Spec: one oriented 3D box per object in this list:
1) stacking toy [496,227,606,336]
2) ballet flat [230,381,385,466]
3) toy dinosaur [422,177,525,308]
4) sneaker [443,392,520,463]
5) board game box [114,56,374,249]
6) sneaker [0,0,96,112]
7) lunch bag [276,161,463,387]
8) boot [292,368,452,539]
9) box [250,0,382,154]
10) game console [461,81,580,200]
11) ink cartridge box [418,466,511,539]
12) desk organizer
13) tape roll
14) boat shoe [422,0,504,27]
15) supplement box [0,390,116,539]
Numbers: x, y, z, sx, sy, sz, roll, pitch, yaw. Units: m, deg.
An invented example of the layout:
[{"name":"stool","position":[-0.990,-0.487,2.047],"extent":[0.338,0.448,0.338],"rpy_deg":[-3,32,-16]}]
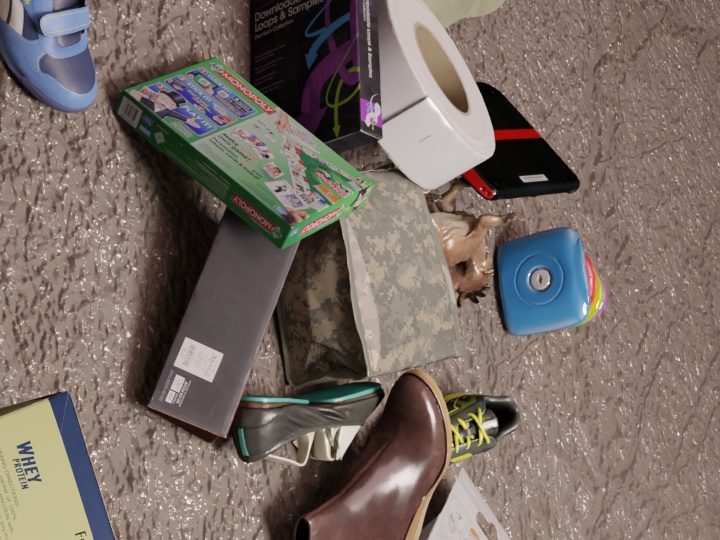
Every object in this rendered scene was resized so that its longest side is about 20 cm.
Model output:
[{"name":"stacking toy","position":[0.250,0.029,1.776],"extent":[0.200,0.109,0.117],"rpy_deg":[22,58,-59]},{"name":"ballet flat","position":[-0.050,0.142,1.370],"extent":[0.199,0.068,0.069],"rpy_deg":[-1,91,-50]},{"name":"toy dinosaur","position":[0.083,-0.025,1.588],"extent":[0.199,0.136,0.086],"rpy_deg":[9,26,-30]},{"name":"sneaker","position":[0.091,0.161,1.524],"extent":[0.199,0.084,0.075],"rpy_deg":[-22,95,-53]},{"name":"board game box","position":[-0.100,-0.108,1.317],"extent":[0.200,0.029,0.134],"rpy_deg":[39,35,16]},{"name":"sneaker","position":[-0.255,-0.227,1.209],"extent":[0.074,0.082,0.202],"rpy_deg":[-32,106,-53]},{"name":"lunch bag","position":[0.000,0.000,1.434],"extent":[0.163,0.117,0.202],"rpy_deg":[-9,90,-52]},{"name":"boot","position":[0.008,0.202,1.370],"extent":[0.166,0.072,0.202],"rpy_deg":[-18,120,-49]},{"name":"box","position":[-0.045,-0.203,1.420],"extent":[0.036,0.142,0.202],"rpy_deg":[17,64,-46]},{"name":"game console","position":[0.141,-0.144,1.664],"extent":[0.199,0.031,0.177],"rpy_deg":[-9,55,-52]},{"name":"ink cartridge box","position":[0.093,0.326,1.510],"extent":[0.162,0.050,0.200],"rpy_deg":[57,37,-23]},{"name":"desk organizer","position":[-0.119,0.043,1.297],"extent":[0.071,0.077,0.201],"rpy_deg":[23,73,-8]},{"name":"tape roll","position":[0.054,-0.184,1.490],"extent":[0.203,0.070,0.203],"rpy_deg":[50,24,-31]},{"name":"boat shoe","position":[0.097,-0.324,1.713],"extent":[0.062,0.072,0.199],"rpy_deg":[39,34,23]},{"name":"supplement box","position":[-0.277,0.210,0.994],"extent":[0.199,0.133,0.202],"rpy_deg":[-21,96,-52]}]
